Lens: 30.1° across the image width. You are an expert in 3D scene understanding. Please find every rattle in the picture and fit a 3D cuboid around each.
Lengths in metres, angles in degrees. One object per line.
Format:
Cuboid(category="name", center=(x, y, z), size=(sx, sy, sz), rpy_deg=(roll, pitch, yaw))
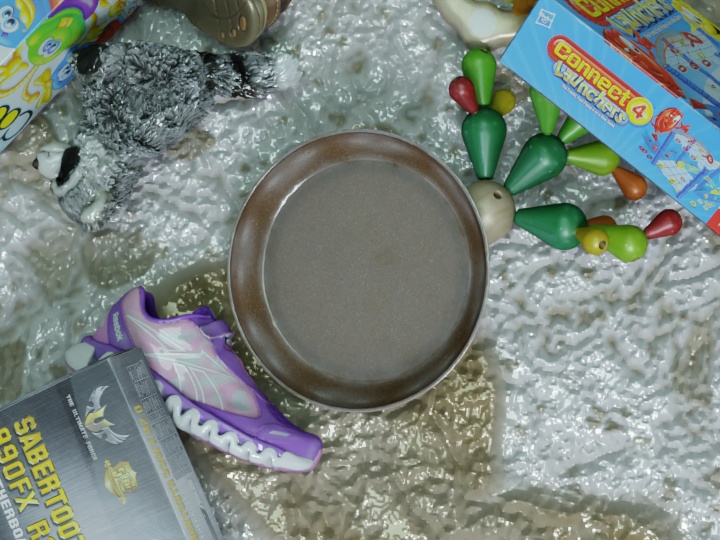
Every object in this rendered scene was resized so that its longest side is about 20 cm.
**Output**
Cuboid(category="rattle", center=(0.092, -0.272, 0.985), size=(0.129, 0.143, 0.202), rpy_deg=(-14, 84, 20))

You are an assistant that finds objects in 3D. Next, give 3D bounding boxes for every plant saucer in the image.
Cuboid(category="plant saucer", center=(0.000, 0.000, 0.968), size=(0.198, 0.032, 0.203), rpy_deg=(0, 89, 19))

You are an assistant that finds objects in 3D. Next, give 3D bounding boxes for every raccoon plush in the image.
Cuboid(category="raccoon plush", center=(-0.141, -0.096, 0.991), size=(0.197, 0.097, 0.136), rpy_deg=(-2, 87, 3))

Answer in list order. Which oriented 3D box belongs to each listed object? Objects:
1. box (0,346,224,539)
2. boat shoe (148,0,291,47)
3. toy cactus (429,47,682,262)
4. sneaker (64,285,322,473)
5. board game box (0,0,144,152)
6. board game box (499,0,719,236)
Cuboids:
Cuboid(category="box", center=(-0.183, 0.175, 0.919), size=(0.157, 0.048, 0.202), rpy_deg=(-24, 89, 21))
Cuboid(category="boat shoe", center=(-0.137, -0.245, 1.034), size=(0.199, 0.072, 0.067), rpy_deg=(35, 50, 17))
Cuboid(category="toy cactus", center=(0.120, -0.065, 0.971), size=(0.165, 0.102, 0.200), rpy_deg=(-41, 88, 5))
Cuboid(category="sneaker", center=(-0.110, 0.075, 0.960), size=(0.199, 0.081, 0.089), rpy_deg=(27, 78, 9))
Cuboid(category="board game box", center=(-0.276, -0.177, 0.998), size=(0.103, 0.105, 0.200), rpy_deg=(44, 90, 10))
Cuboid(category="board game box", center=(0.217, -0.124, 0.917), size=(0.195, 0.200, 0.056), rpy_deg=(40, 121, 9))
